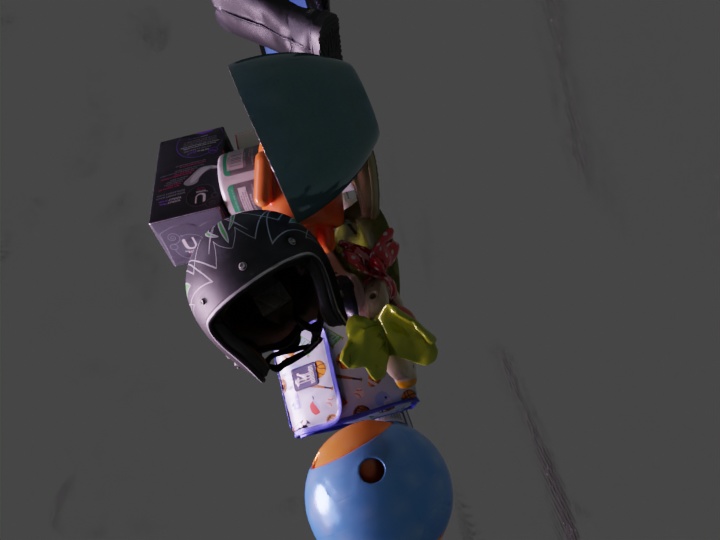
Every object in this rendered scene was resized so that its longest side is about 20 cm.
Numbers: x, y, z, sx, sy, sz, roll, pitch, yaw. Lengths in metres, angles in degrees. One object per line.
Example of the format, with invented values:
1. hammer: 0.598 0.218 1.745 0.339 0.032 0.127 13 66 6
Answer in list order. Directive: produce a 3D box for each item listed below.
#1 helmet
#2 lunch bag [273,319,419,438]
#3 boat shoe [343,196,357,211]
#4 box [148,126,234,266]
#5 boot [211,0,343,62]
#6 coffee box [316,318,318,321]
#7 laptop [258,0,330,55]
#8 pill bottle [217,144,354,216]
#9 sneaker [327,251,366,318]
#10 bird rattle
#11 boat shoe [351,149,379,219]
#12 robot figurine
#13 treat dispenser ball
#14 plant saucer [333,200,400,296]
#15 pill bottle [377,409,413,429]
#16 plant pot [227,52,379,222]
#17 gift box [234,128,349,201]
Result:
1. helmet: -0.124 0.018 1.046 0.191 0.199 0.200 57 -178 -21
2. lunch bag: -0.027 0.155 1.297 0.124 0.198 0.171 93 163 -73
3. boat shoe: -0.051 -0.034 1.367 0.066 0.199 0.074 55 -150 12
4. box: -0.263 -0.123 1.378 0.106 0.121 0.201 69 -169 -46
5. boot: -0.120 -0.315 1.178 0.199 0.066 0.166 26 137 22
6. coffee box: -0.042 0.133 1.451 0.201 0.079 0.113 -65 17 6
7. laptop: -0.110 -0.401 1.232 0.200 0.102 0.179 90 164 -70
8. pill bottle: -0.113 -0.150 1.312 0.113 0.198 0.114 -12 -90 -83
9. sneaker: -0.066 0.027 1.175 0.200 0.108 0.071 -132 40 -55
10. bird rattle: 0.026 0.057 1.041 0.201 0.112 0.164 -106 -7 -45
11. boat shoe: -0.020 -0.161 1.116 0.071 0.064 0.202 126 130 -83
12. robot figurine: -0.083 -0.122 1.165 0.117 0.143 0.202 158 108 -73
13. treat dispenser ball: 0.024 0.302 1.128 0.201 0.199 0.203 166 90 -85
14. plant saucer: 0.000 0.000 1.189 0.200 0.031 0.202 173 90 -69
15. pill bottle: 0.023 0.246 1.472 0.201 0.115 0.116 -109 7 -48
16. plant pot: -0.056 -0.176 0.998 0.200 0.134 0.201 155 90 -89
17. gift box: -0.103 -0.150 1.462 0.187 0.183 0.201 68 -179 -61
